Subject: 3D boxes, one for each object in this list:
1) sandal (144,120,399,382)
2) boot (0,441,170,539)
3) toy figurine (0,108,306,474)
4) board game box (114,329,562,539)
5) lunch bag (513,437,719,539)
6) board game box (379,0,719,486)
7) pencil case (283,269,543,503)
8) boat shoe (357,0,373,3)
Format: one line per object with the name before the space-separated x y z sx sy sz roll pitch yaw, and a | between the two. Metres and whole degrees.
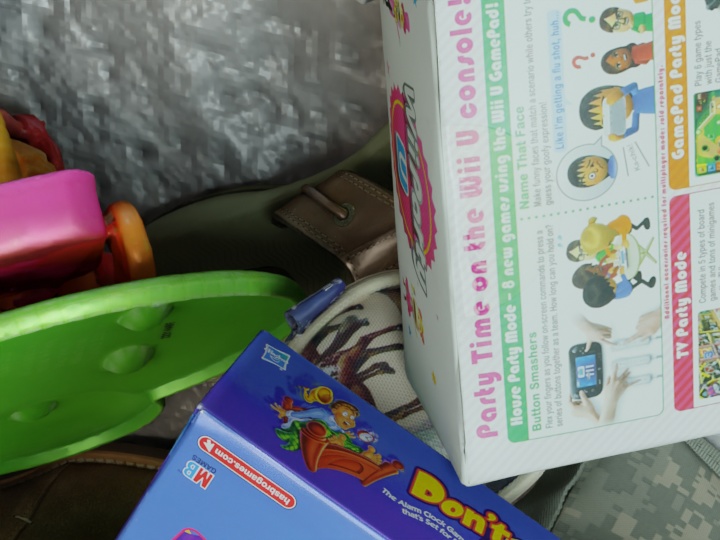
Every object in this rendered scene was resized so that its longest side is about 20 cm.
sandal | 0.000 0.001 0.867 0.201 0.057 0.080 -22 103 37
boot | -0.120 0.106 0.983 0.200 0.075 0.074 -4 114 28
toy figurine | -0.115 -0.046 0.864 0.200 0.150 0.184 118 137 -73
board game box | 0.018 0.127 0.735 0.200 0.045 0.135 35 122 2
lunch bag | 0.090 0.154 0.844 0.118 0.164 0.200 -26 104 33
board game box | 0.109 -0.039 0.709 0.200 0.064 0.148 -10 121 -10
pencil case | -0.008 0.066 0.848 0.200 0.089 0.078 123 136 -66
boat shoe | 0.061 -0.124 0.754 0.202 0.074 0.065 -35 94 31
